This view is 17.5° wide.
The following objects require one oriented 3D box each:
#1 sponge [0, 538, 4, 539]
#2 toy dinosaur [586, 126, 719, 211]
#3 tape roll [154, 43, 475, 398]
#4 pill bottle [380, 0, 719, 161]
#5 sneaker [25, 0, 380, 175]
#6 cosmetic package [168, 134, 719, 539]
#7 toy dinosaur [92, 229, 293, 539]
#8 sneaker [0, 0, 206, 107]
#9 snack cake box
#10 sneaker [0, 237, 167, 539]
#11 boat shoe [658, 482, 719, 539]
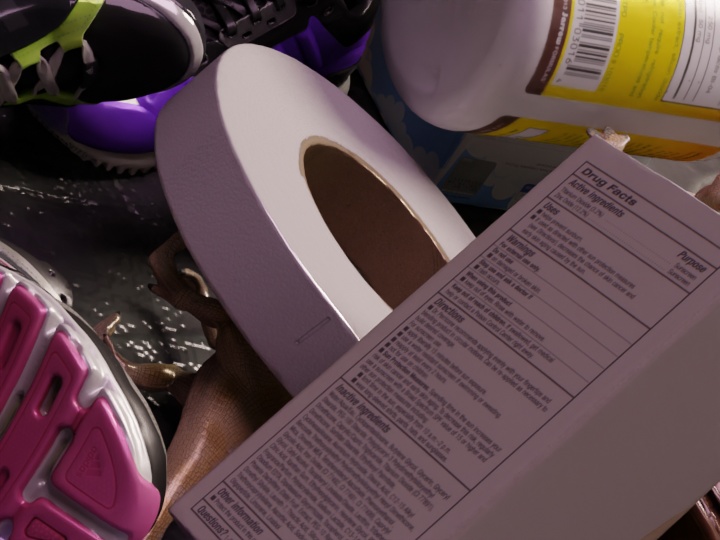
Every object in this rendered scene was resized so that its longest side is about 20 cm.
[{"bbox_3d":[-0.092,0.143,0.719,0.200,0.030,0.112,33,31,-3],"label":"sponge"},{"bbox_3d":[0.121,0.016,1.004,0.086,0.136,0.200,17,41,13],"label":"toy dinosaur"},{"bbox_3d":[0.000,0.000,0.915,0.203,0.037,0.203,44,21,-22],"label":"tape roll"},{"bbox_3d":[0.115,-0.107,1.040,0.199,0.109,0.109,5,42,-36],"label":"pill bottle"},{"bbox_3d":[-0.061,-0.110,1.010,0.070,0.100,0.200,46,37,18],"label":"sneaker"},{"bbox_3d":[0.046,0.058,0.782,0.103,0.200,0.073,40,-14,49],"label":"cosmetic package"},{"bbox_3d":[-0.049,0.040,0.869,0.101,0.058,0.200,41,33,8],"label":"toy dinosaur"},{"bbox_3d":[-0.159,-0.074,0.893,0.199,0.072,0.083,3,54,-5],"label":"sneaker"},{"bbox_3d":[0.055,-0.119,1.164,0.115,0.067,0.200,7,41,-34],"label":"snack cake box"},{"bbox_3d":[-0.120,0.031,0.777,0.200,0.074,0.087,34,7,36],"label":"sneaker"},{"bbox_3d":[0.127,0.144,0.822,0.067,0.072,0.201,-1,75,-50],"label":"boat shoe"}]
